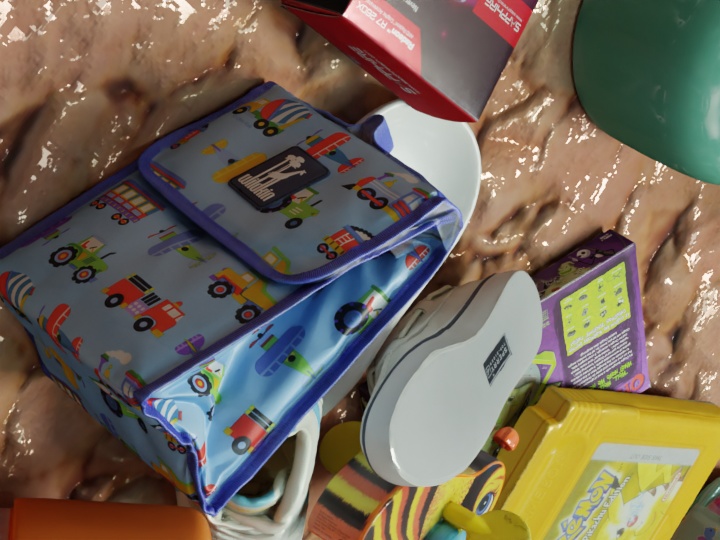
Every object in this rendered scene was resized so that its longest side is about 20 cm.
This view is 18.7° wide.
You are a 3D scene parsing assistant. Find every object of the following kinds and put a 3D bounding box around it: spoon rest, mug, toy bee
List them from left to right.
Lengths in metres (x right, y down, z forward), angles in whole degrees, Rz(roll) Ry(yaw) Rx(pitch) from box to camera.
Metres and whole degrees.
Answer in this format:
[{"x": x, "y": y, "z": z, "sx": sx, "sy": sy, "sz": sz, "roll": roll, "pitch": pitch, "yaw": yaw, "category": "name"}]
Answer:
[{"x": 0.000, "y": 0.000, "z": 1.181, "sx": 0.099, "sy": 0.061, "sz": 0.200, "roll": 24, "pitch": 98, "yaw": -39, "category": "spoon rest"}, {"x": 0.038, "y": 0.123, "z": 1.237, "sx": 0.109, "sy": 0.131, "sz": 0.200, "roll": -60, "pitch": 174, "yaw": -4, "category": "toy bee"}, {"x": 0.208, "y": -0.134, "z": 1.252, "sx": 0.152, "sy": 0.114, "sz": 0.185, "roll": -49, "pitch": 137, "yaw": -8, "category": "mug"}]

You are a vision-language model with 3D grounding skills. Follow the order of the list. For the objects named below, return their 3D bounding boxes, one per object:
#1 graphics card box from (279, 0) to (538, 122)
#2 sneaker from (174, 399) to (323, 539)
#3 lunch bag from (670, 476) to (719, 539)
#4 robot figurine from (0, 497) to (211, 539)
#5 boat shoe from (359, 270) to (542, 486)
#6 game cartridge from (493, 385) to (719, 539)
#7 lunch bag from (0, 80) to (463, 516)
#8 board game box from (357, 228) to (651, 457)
[{"x": 0.054, "y": -0.189, "z": 1.110, "sx": 0.125, "sy": 0.051, "sz": 0.200, "roll": 34, "pitch": 80, "yaw": -46, "category": "graphics card box"}, {"x": -0.062, "y": 0.110, "z": 1.148, "sx": 0.076, "sy": 0.081, "sz": 0.200, "roll": 5, "pitch": 134, "yaw": -1, "category": "sneaker"}, {"x": 0.255, "y": 0.252, "z": 1.550, "sx": 0.200, "sy": 0.077, "sz": 0.160, "roll": -54, "pitch": 138, "yaw": -3, "category": "lunch bag"}, {"x": -0.142, "y": 0.170, "z": 1.079, "sx": 0.200, "sy": 0.144, "sz": 0.117, "roll": 4, "pitch": 127, "yaw": -8, "category": "robot figurine"}, {"x": 0.037, "y": 0.056, "z": 1.197, "sx": 0.200, "sy": 0.066, "sz": 0.072, "roll": -51, "pitch": 129, "yaw": -52, "category": "boat shoe"}, {"x": 0.138, "y": 0.157, "z": 1.396, "sx": 0.200, "sy": 0.032, "sz": 0.176, "roll": 7, "pitch": 117, "yaw": -50, "category": "game cartridge"}, {"x": -0.055, "y": -0.004, "z": 1.065, "sx": 0.200, "sy": 0.151, "sz": 0.094, "roll": -40, "pitch": 135, "yaw": -17, "category": "lunch bag"}, {"x": 0.092, "y": 0.071, "z": 1.332, "sx": 0.200, "sy": 0.032, "sz": 0.120, "roll": -30, "pitch": 127, "yaw": -24, "category": "board game box"}]
